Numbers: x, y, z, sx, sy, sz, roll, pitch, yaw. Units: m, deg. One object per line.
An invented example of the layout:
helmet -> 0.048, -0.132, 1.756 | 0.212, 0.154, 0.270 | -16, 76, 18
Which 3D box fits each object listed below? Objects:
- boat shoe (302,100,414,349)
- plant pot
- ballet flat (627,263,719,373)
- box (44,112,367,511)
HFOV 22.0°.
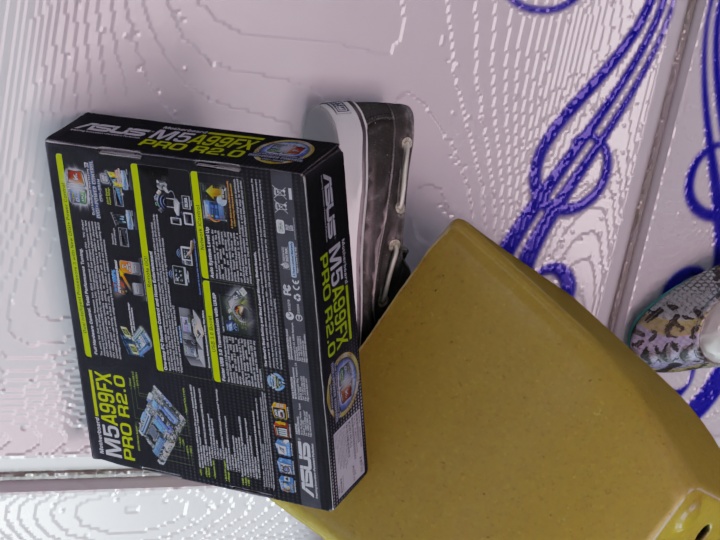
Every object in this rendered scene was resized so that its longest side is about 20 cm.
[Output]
boat shoe -> 0.000, 0.000, 1.078 | 0.064, 0.071, 0.200 | -3, 111, -25
plant pot -> 0.106, 0.123, 1.073 | 0.196, 0.200, 0.194 | -55, 148, 3
ballet flat -> 0.275, 0.021, 1.231 | 0.200, 0.072, 0.072 | -23, 120, -17
box -> -0.081, 0.022, 0.997 | 0.044, 0.160, 0.200 | -41, 133, -52
